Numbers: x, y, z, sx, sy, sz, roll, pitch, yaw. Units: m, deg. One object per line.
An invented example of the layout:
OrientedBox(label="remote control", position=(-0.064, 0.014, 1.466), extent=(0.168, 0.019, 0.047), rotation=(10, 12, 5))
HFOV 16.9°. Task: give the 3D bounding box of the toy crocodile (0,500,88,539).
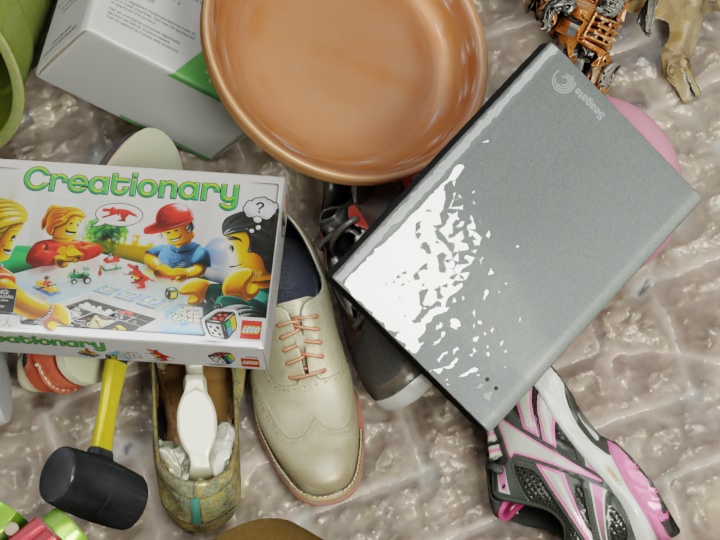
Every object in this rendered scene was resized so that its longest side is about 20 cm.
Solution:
OrientedBox(label="toy crocodile", position=(-0.179, 0.205, 1.507), extent=(0.067, 0.062, 0.200), rotation=(-39, 65, -17))

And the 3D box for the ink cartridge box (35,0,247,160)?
OrientedBox(label="ink cartridge box", position=(-0.124, -0.201, 1.689), extent=(0.146, 0.084, 0.201), rotation=(26, 58, -22))

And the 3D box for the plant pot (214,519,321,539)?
OrientedBox(label="plant pot", position=(-0.024, 0.244, 1.413), extent=(0.186, 0.187, 0.200), rotation=(-28, 49, -11))

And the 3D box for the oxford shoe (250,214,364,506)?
OrientedBox(label="oxford shoe", position=(-0.043, 0.056, 1.575), extent=(0.071, 0.074, 0.201), rotation=(-14, 60, -4))

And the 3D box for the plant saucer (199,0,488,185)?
OrientedBox(label="plant saucer", position=(-0.013, -0.146, 1.599), extent=(0.199, 0.037, 0.201), rotation=(8, 68, -20))

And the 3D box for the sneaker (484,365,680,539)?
OrientedBox(label="sneaker", position=(0.107, 0.113, 1.532), extent=(0.086, 0.080, 0.200), rotation=(-38, 58, -5))

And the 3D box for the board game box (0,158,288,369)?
OrientedBox(label="board game box", position=(-0.151, -0.005, 1.557), extent=(0.199, 0.035, 0.127), rotation=(3, 62, 4))

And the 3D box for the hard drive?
OrientedBox(label="hard drive", position=(0.095, -0.021, 1.493), extent=(0.140, 0.033, 0.200), rotation=(44, 83, -12))

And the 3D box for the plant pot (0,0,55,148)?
OrientedBox(label="plant pot", position=(-0.283, -0.213, 1.700), extent=(0.199, 0.200, 0.190), rotation=(18, 51, 14))

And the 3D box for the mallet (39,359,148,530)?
OrientedBox(label="mallet", position=(-0.166, 0.064, 1.558), extent=(0.041, 0.066, 0.201), rotation=(-17, 65, 45))

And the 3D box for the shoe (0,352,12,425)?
OrientedBox(label="shoe", position=(-0.292, 0.030, 1.615), extent=(0.091, 0.072, 0.201), rotation=(-16, 55, -3))

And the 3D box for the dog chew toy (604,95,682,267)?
OrientedBox(label="dog chew toy", position=(0.111, -0.038, 1.571), extent=(0.200, 0.125, 0.125), rotation=(-22, 59, -28))

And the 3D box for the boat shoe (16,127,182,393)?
OrientedBox(label="boat shoe", position=(-0.176, -0.007, 1.629), extent=(0.062, 0.071, 0.201), rotation=(-15, 49, 46))

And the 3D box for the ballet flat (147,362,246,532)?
OrientedBox(label="ballet flat", position=(-0.108, 0.070, 1.577), extent=(0.070, 0.071, 0.201), rotation=(-6, 60, 1))

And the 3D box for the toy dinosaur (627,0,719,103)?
OrientedBox(label="toy dinosaur", position=(0.224, -0.218, 1.721), extent=(0.101, 0.058, 0.201), rotation=(-15, 60, -3))

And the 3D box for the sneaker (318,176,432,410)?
OrientedBox(label="sneaker", position=(0.000, 0.000, 1.587), extent=(0.077, 0.082, 0.201), rotation=(-33, 47, 26))

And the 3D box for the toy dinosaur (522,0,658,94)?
OrientedBox(label="toy dinosaur", position=(0.145, -0.219, 1.697), extent=(0.135, 0.102, 0.201), rotation=(6, 72, 12))
